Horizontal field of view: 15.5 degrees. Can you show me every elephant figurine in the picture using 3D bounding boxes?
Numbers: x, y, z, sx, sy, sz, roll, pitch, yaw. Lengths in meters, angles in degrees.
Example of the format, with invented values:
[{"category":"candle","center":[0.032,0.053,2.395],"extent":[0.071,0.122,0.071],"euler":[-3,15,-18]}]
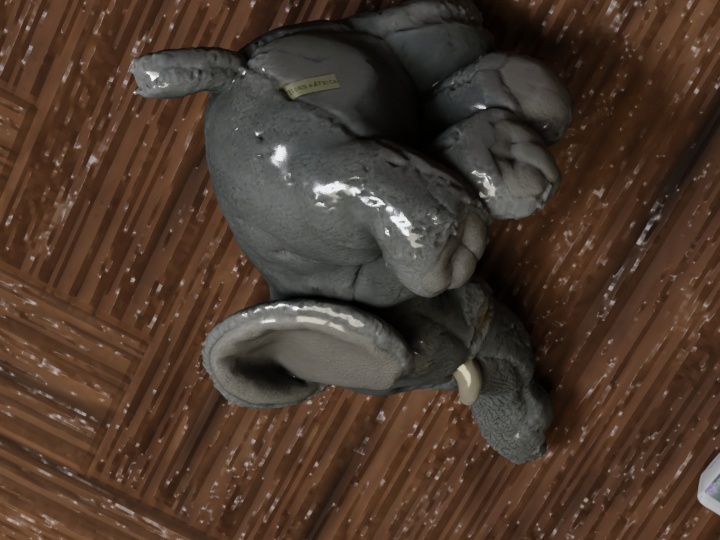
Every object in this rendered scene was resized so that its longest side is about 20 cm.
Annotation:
[{"category":"elephant figurine","center":[0.000,0.000,1.029],"extent":[0.155,0.141,0.201],"euler":[43,145,20]}]

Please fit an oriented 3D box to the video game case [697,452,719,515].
[{"category":"video game case","center":[0.267,0.081,1.066],"extent":[0.199,0.023,0.182],"euler":[31,124,-7]}]
